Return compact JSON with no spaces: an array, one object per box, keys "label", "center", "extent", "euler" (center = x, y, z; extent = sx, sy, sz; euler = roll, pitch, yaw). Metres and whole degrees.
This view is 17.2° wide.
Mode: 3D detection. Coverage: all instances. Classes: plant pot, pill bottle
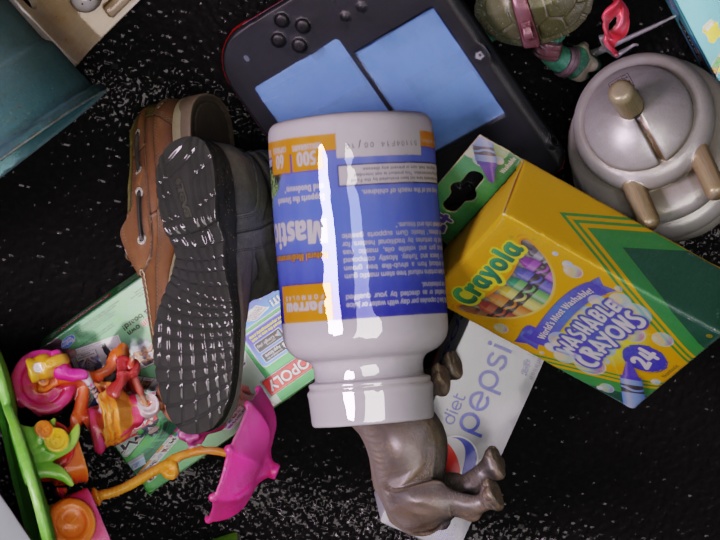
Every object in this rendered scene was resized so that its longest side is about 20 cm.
[{"label":"plant pot","center":[-0.304,-0.137,1.560],"extent":[0.200,0.200,0.197],"euler":[-37,95,5]},{"label":"pill bottle","center":[0.000,0.000,1.562],"extent":[0.111,0.112,0.202],"euler":[-4,88,-2]}]

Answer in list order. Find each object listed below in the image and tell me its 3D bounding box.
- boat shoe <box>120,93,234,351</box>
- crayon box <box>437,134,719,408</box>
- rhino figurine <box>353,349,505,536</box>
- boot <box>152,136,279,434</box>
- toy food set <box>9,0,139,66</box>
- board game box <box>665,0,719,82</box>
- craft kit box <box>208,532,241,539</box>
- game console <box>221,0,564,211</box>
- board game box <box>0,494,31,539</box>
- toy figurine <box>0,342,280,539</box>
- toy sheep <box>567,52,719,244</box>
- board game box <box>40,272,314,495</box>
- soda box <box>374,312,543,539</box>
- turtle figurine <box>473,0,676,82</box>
[{"label":"boat shoe","center":[-0.125,-0.019,1.630],"extent":[0.068,0.072,0.202],"euler":[-8,73,34]},{"label":"crayon box","center":[0.132,0.004,1.575],"extent":[0.199,0.126,0.052],"euler":[29,56,-8]},{"label":"rhino figurine","center":[0.028,0.088,1.633],"extent":[0.087,0.060,0.201],"euler":[-28,76,20]},{"label":"boot","center":[-0.073,0.009,1.587],"extent":[0.067,0.130,0.202],"euler":[-4,83,35]},{"label":"toy food set","center":[-0.172,-0.256,1.598],"extent":[0.200,0.060,0.144],"euler":[-43,102,6]},{"label":"board game box","center":[0.305,-0.176,1.652],"extent":[0.150,0.047,0.201],"euler":[-29,103,4]},{"label":"craft kit box","center":[-0.172,0.256,1.645],"extent":[0.196,0.200,0.049],"euler":[-17,104,2]},{"label":"game console","center":[0.018,-0.113,1.617],"extent":[0.176,0.031,0.200],"euler":[-26,110,31]},{"label":"board game box","center":[-0.293,0.144,1.605],"extent":[0.064,0.148,0.200],"euler":[-35,83,-18]},{"label":"toy figurine","center":[-0.151,0.113,1.641],"extent":[0.183,0.150,0.201],"euler":[-15,79,-13]},{"label":"toy sheep","center":[0.203,-0.080,1.607],"extent":[0.137,0.200,0.139],"euler":[-6,67,14]},{"label":"board game box","center":[-0.108,0.048,1.688],"extent":[0.199,0.029,0.135],"euler":[-34,103,5]},{"label":"soda box","center":[0.077,0.093,1.689],"extent":[0.063,0.068,0.201],"euler":[22,101,-8]},{"label":"turtle figurine","center":[0.109,-0.193,1.614],"extent":[0.198,0.101,0.151],"euler":[-12,99,7]}]
